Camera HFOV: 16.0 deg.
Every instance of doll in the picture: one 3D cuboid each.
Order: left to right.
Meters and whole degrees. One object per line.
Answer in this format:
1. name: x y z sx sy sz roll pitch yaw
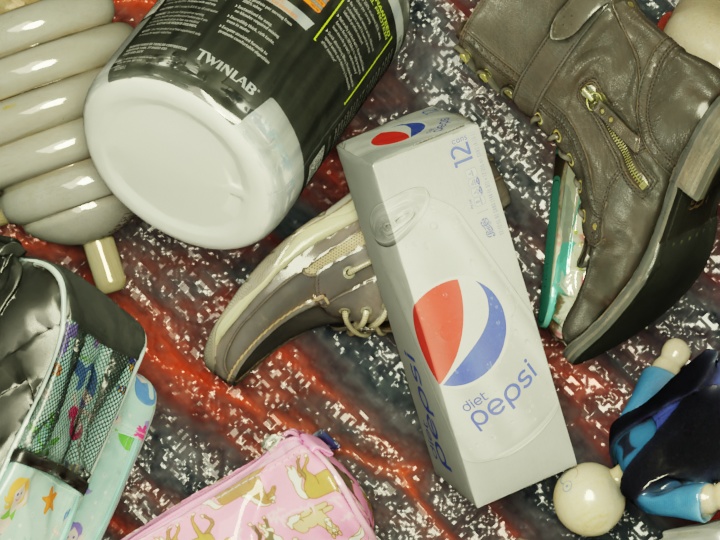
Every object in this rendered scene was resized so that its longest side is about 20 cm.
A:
1. doll: 0.184 0.073 1.362 0.200 0.137 0.048 -42 121 14

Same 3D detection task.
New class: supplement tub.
1. supplement tub: -0.052 -0.118 1.364 0.122 0.123 0.200 29 52 7

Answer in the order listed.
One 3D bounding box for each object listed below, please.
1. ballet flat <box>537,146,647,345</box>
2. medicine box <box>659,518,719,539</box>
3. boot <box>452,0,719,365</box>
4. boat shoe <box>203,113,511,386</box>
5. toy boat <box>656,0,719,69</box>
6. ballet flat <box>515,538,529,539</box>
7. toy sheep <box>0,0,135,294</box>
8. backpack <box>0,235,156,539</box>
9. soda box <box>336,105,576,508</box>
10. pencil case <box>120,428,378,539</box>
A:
1. ballet flat: 0.136 -0.057 1.406 0.063 0.076 0.202 4 95 -3
2. medicine box: 0.269 0.216 1.322 0.181 0.103 0.202 -10 84 -14
3. boot: 0.114 -0.072 1.339 0.174 0.069 0.201 42 120 23
4. boat shoe: 0.000 0.000 1.409 0.200 0.074 0.073 -42 82 2
5. toy boat: 0.241 -0.066 1.380 0.199 0.131 0.131 22 118 8
6. ballet flat: 0.163 0.209 1.383 0.067 0.068 0.200 -39 93 -2
7. toy sheep: -0.171 -0.083 1.411 0.137 0.138 0.201 -21 97 4
8. backpack: -0.216 0.097 1.362 0.177 0.151 0.201 9 67 36
9. soda box: 0.051 0.019 1.362 0.063 0.068 0.201 -21 108 -13
10. pencil case: -0.088 0.165 1.401 0.199 0.083 0.087 -32 68 3
